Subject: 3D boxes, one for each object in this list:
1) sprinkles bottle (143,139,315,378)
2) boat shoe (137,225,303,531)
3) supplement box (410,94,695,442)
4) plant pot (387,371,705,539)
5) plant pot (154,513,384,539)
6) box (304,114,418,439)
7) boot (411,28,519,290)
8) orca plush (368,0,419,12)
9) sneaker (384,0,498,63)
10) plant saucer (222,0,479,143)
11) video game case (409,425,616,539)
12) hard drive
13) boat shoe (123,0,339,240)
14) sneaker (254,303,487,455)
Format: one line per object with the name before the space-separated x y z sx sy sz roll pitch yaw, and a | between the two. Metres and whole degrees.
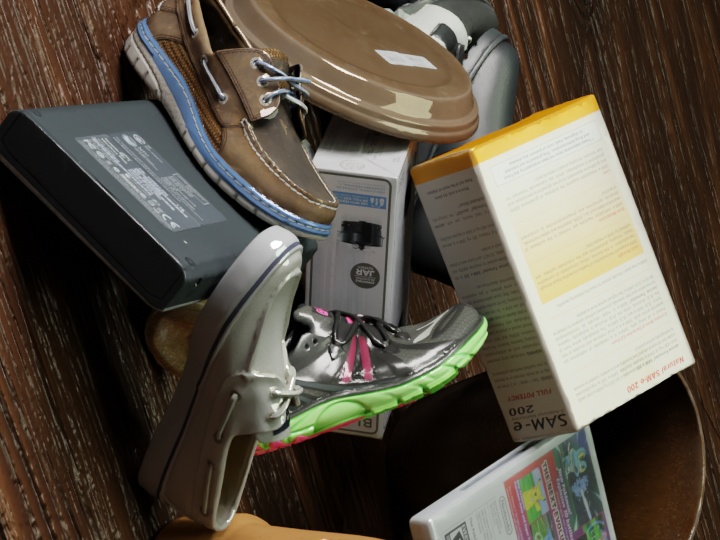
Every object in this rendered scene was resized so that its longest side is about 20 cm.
sprinkles bottle | -0.080 -0.015 1.477 0.201 0.068 0.069 -71 145 -50
boat shoe | -0.065 0.068 1.331 0.071 0.070 0.201 -30 150 -57
supplement box | 0.130 -0.001 1.565 0.126 0.073 0.201 -24 95 -37
plant pot | 0.121 0.145 1.720 0.186 0.199 0.189 0 90 -45
plant pot | -0.033 0.239 1.392 0.200 0.139 0.202 -10 90 -70
box | 0.000 0.000 1.589 0.117 0.060 0.201 -71 165 -61
boot | 0.119 -0.058 1.717 0.201 0.167 0.076 -62 172 -10
orca plush | 0.023 -0.200 1.822 0.072 0.105 0.200 -64 168 3
sneaker | 0.043 -0.154 1.752 0.199 0.074 0.089 -17 62 -43
plant saucer | -0.004 -0.150 1.589 0.030 0.199 0.200 -63 170 22
video game case | 0.116 0.222 1.554 0.182 0.023 0.202 -27 108 -45
hard drive | -0.114 -0.043 1.347 0.139 0.033 0.200 43 18 11
boat shoe | -0.071 -0.102 1.399 0.200 0.073 0.072 49 21 28
sneaker | -0.007 0.055 1.497 0.084 0.199 0.077 71 -20 3
